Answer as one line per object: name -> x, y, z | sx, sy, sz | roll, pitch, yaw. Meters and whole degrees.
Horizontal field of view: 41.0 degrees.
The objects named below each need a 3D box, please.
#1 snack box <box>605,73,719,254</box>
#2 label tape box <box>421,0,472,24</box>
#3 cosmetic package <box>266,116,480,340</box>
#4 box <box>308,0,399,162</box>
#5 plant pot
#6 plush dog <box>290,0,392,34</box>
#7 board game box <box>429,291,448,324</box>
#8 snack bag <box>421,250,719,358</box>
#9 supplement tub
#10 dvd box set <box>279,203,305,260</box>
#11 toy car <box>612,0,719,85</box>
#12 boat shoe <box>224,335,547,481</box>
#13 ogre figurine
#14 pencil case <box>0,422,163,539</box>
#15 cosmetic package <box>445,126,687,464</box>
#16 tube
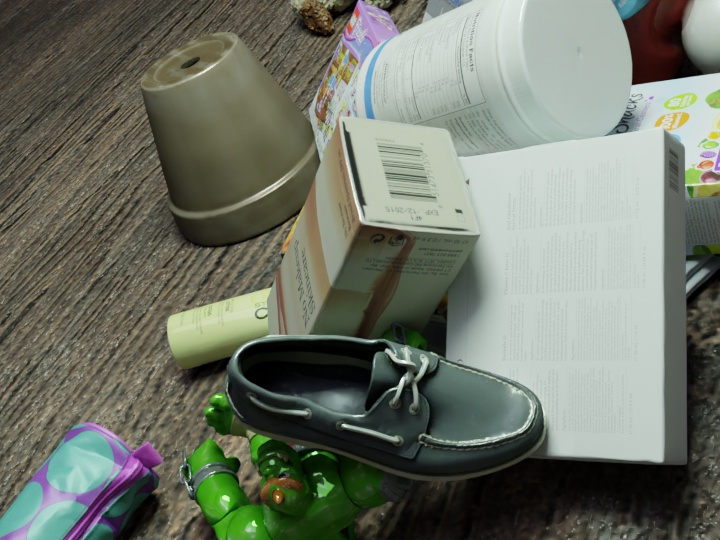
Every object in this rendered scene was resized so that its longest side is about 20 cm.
snack box -> 0.237, -0.084, 0.753 | 0.198, 0.068, 0.169 | -4, 35, 34
label tape box -> 0.125, -0.210, 0.873 | 0.063, 0.201, 0.144 | -23, 56, -34
cosmetic package -> 0.000, 0.000, 0.690 | 0.086, 0.201, 0.104 | 4, 48, -20
box -> 0.000, -0.176, 0.975 | 0.138, 0.039, 0.201 | -62, 22, 26
plant pot -> -0.150, -0.158, 1.063 | 0.198, 0.174, 0.201 | -18, 32, 12
plush dog -> -0.040, -0.441, 1.429 | 0.172, 0.160, 0.201 | -43, 24, 24
board game box -> 0.112, -0.016, 0.706 | 0.199, 0.034, 0.128 | 7, 85, 42
snack bag -> 0.145, 0.023, 0.746 | 0.200, 0.022, 0.188 | -39, 34, -19
supplement tub -> 0.100, -0.149, 0.774 | 0.199, 0.132, 0.132 | -8, 34, 52
dvd box set -> 0.015, -0.080, 0.970 | 0.145, 0.030, 0.201 | -7, 38, 28
toy car -> 0.311, -0.214, 0.874 | 0.199, 0.178, 0.184 | 32, 45, 22
boat shoe -> 0.014, 0.077, 0.577 | 0.198, 0.062, 0.073 | 7, 60, 6
ogre figurine -> -0.034, 0.126, 0.648 | 0.198, 0.099, 0.120 | -18, 44, 1
pencil case -> -0.229, 0.207, 0.693 | 0.092, 0.085, 0.201 | -17, 31, 43
cosmetic package -> 0.130, 0.020, 0.622 | 0.150, 0.052, 0.202 | -3, 79, 35
tube -> -0.072, 0.037, 0.857 | 0.198, 0.052, 0.059 | -15, 74, 8
